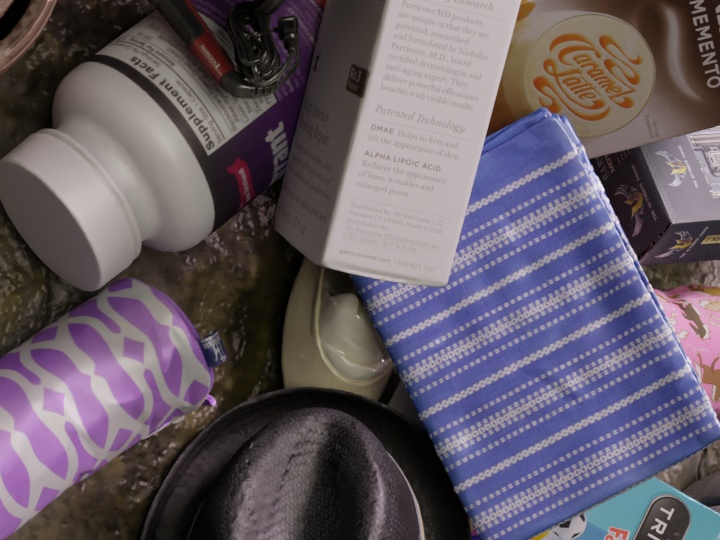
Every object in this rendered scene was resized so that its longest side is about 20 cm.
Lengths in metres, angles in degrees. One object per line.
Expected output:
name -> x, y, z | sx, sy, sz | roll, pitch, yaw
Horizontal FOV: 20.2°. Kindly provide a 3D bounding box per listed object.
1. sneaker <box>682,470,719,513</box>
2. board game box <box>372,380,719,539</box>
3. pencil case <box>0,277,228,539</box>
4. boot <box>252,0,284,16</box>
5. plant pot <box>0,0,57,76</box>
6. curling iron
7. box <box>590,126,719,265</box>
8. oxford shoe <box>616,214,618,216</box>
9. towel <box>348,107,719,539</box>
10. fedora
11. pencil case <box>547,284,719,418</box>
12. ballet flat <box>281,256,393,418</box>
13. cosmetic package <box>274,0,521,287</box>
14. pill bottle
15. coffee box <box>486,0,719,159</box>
sneaker -> 0.203, 0.228, 1.207 | 0.115, 0.080, 0.200 | 48, 64, -13
board game box -> 0.082, 0.157, 1.125 | 0.199, 0.047, 0.152 | 29, 70, 4
pencil case -> -0.165, 0.084, 1.029 | 0.199, 0.084, 0.086 | -34, 123, -26
boot -> -0.093, -0.234, 0.976 | 0.173, 0.069, 0.202 | 14, 72, -23
plant pot -> -0.240, -0.137, 0.944 | 0.199, 0.198, 0.202 | 3, 83, -27
curling iron -> -0.097, -0.152, 1.035 | 0.049, 0.026, 0.200 | -30, 57, -24
box -> 0.202, -0.104, 1.220 | 0.157, 0.051, 0.201 | -5, 61, -30
oxford shoe -> 0.115, -0.019, 1.209 | 0.199, 0.071, 0.073 | 0, 118, -35
towel -> 0.087, 0.031, 1.072 | 0.144, 0.024, 0.201 | -28, 80, 7
fedora -> -0.032, 0.144, 1.041 | 0.199, 0.092, 0.202 | -1, 65, 2
pencil case -> 0.149, 0.042, 1.170 | 0.199, 0.086, 0.084 | 7, 92, -46
ballet flat -> 0.000, 0.000, 1.132 | 0.069, 0.069, 0.202 | 12, 79, -26
cosmetic package -> 0.021, -0.101, 1.004 | 0.073, 0.102, 0.202 | 9, 99, -20
pill bottle -> -0.091, -0.081, 1.066 | 0.200, 0.111, 0.112 | -40, 103, -25
coffee box -> 0.119, -0.129, 1.107 | 0.198, 0.080, 0.115 | -15, 128, 10
